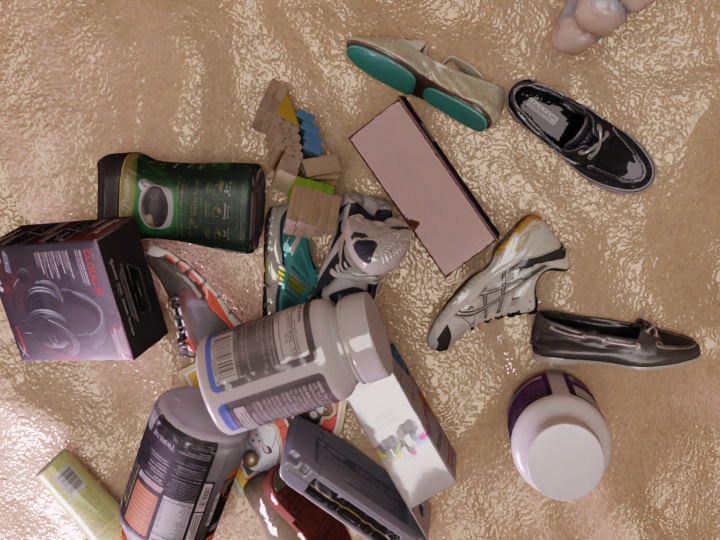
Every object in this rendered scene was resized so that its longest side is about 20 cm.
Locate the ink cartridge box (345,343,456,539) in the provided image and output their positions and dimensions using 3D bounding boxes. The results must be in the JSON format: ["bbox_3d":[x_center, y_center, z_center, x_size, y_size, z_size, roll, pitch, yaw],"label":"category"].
[{"bbox_3d":[0.058,0.198,1.288,0.067,0.115,0.202,-29,94,8],"label":"ink cartridge box"}]

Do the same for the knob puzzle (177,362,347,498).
[{"bbox_3d":[-0.103,0.164,1.343,0.215,0.030,0.224,1,96,6],"label":"knob puzzle"}]

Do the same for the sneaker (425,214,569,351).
[{"bbox_3d":[0.162,0.033,1.279,0.088,0.076,0.200,43,99,0],"label":"sneaker"}]

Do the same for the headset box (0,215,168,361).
[{"bbox_3d":[-0.323,0.023,1.276,0.197,0.077,0.151,-1,113,29],"label":"headset box"}]

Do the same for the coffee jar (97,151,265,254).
[{"bbox_3d":[-0.215,-0.082,1.297,0.196,0.085,0.106,6,105,4],"label":"coffee jar"}]

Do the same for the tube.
[{"bbox_3d":[-0.324,0.315,1.377,0.201,0.052,0.058,49,137,-6],"label":"tube"}]

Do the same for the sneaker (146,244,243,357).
[{"bbox_3d":[-0.192,0.060,1.282,0.082,0.077,0.201,-42,99,-7],"label":"sneaker"}]

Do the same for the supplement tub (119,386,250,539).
[{"bbox_3d":[-0.215,0.253,1.309,0.121,0.123,0.203,23,110,2],"label":"supplement tub"}]

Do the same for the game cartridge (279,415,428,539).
[{"bbox_3d":[-0.007,0.255,1.290,0.199,0.134,0.041,36,107,-8],"label":"game cartridge"}]

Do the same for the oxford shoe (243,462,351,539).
[{"bbox_3d":[-0.070,0.327,1.352,0.074,0.070,0.202,-24,102,39],"label":"oxford shoe"}]

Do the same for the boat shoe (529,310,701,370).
[{"bbox_3d":[0.296,0.078,1.274,0.196,0.067,0.058,0,107,9],"label":"boat shoe"}]

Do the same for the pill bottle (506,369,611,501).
[{"bbox_3d":[0.221,0.186,1.228,0.109,0.200,0.114,1,97,6],"label":"pill bottle"}]

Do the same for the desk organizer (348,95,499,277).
[{"bbox_3d":[0.075,-0.098,1.275,0.076,0.072,0.201,-35,92,11],"label":"desk organizer"}]

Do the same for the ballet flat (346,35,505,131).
[{"bbox_3d":[0.078,-0.230,1.272,0.198,0.068,0.063,30,71,-2],"label":"ballet flat"}]

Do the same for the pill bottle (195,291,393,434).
[{"bbox_3d":[-0.071,0.099,1.205,0.197,0.114,0.116,-18,95,10],"label":"pill bottle"}]

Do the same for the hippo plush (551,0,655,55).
[{"bbox_3d":[0.260,-0.350,1.182,0.199,0.159,0.162,-35,93,9],"label":"hippo plush"}]

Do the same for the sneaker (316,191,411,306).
[{"bbox_3d":[0.000,0.000,1.237,0.078,0.200,0.132,8,109,-15],"label":"sneaker"}]

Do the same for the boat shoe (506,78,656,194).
[{"bbox_3d":[0.254,-0.153,1.251,0.199,0.068,0.072,37,99,0],"label":"boat shoe"}]

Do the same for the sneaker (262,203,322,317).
[{"bbox_3d":[-0.077,0.022,1.300,0.078,0.077,0.204,2,91,-6],"label":"sneaker"}]

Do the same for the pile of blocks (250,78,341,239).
[{"bbox_3d":[-0.074,-0.123,1.286,0.081,0.062,0.203,-8,71,-22],"label":"pile of blocks"}]
